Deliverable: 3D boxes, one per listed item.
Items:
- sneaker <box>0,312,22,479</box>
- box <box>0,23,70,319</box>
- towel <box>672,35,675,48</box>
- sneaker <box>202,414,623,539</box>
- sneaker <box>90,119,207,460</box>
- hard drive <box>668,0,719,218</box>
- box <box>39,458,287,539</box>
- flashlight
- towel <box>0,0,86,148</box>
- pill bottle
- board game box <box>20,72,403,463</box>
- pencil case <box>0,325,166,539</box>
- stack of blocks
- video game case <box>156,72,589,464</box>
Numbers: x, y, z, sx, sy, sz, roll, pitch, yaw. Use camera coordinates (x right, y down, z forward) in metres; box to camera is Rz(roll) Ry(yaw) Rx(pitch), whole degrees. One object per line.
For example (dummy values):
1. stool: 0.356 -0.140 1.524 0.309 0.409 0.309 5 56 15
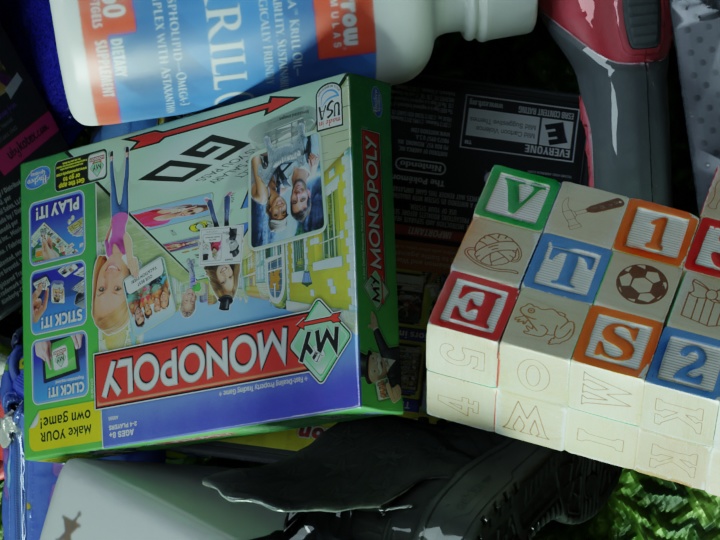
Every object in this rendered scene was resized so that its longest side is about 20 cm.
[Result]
1. sneaker: -0.204 0.070 1.183 0.199 0.077 0.085 26 104 37
2. box: -0.230 -0.063 1.075 0.122 0.106 0.201 -23 98 37
3. towel: 0.174 -0.158 0.960 0.132 0.034 0.201 -37 63 26
4. sneaker: 0.030 0.083 0.922 0.104 0.200 0.060 15 114 27
5. sneaker: -0.080 -0.008 1.105 0.078 0.066 0.202 -20 75 37
6. hard drive: 0.225 -0.086 0.876 0.199 0.042 0.136 -6 98 28
7. box: -0.036 0.207 0.972 0.198 0.171 0.201 21 96 37
8. flashlight: 0.107 -0.055 0.957 0.067 0.068 0.202 0 98 21
9. towel: -0.182 -0.102 1.158 0.200 0.049 0.148 -56 35 36
10. pill bottle: -0.030 -0.128 0.936 0.198 0.112 0.113 -9 74 -3
11. board game box: -0.068 0.004 0.935 0.199 0.029 0.136 -12 75 40
12. pencil case: -0.137 0.122 1.071 0.078 0.086 0.201 39 133 44
13. stack of blocks: 0.136 0.021 0.865 0.199 0.059 0.116 14 51 13
14. video game case: 0.000 0.000 0.999 0.198 0.026 0.182 7 86 -2
